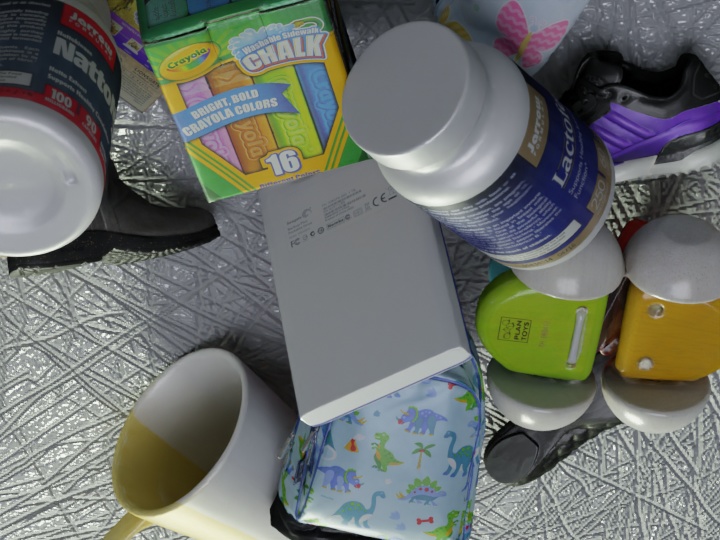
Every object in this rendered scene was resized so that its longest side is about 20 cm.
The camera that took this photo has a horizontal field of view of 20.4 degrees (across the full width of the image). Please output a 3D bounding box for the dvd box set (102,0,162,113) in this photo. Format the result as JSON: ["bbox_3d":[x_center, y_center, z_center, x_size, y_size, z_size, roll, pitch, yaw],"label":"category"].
[{"bbox_3d":[-0.142,-0.214,1.381,0.146,0.029,0.200,35,122,-26],"label":"dvd box set"}]

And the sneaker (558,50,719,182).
[{"bbox_3d":[0.165,-0.110,1.450,0.200,0.070,0.100,-15,119,9],"label":"sneaker"}]

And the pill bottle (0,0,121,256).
[{"bbox_3d":[-0.219,-0.115,1.314,0.120,0.200,0.120,0,130,0],"label":"pill bottle"}]

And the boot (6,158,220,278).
[{"bbox_3d":[-0.186,-0.071,1.462,0.070,0.200,0.132,-14,86,37],"label":"boot"}]

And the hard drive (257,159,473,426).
[{"bbox_3d":[0.000,0.000,1.450,0.132,0.200,0.025,-25,145,19],"label":"hard drive"}]

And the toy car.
[{"bbox_3d":[0.181,0.020,1.498,0.200,0.150,0.175,1,127,-7],"label":"toy car"}]

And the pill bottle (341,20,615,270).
[{"bbox_3d":[0.079,-0.083,1.331,0.116,0.116,0.200,-29,148,22],"label":"pill bottle"}]

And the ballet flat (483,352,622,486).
[{"bbox_3d":[0.181,0.109,1.645,0.200,0.057,0.066,-35,94,20],"label":"ballet flat"}]

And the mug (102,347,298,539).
[{"bbox_3d":[-0.110,0.170,1.636,0.187,0.149,0.153,-26,134,32],"label":"mug"}]

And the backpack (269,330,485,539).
[{"bbox_3d":[0.025,0.123,1.509,0.163,0.154,0.200,14,96,-2],"label":"backpack"}]

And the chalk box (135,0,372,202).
[{"bbox_3d":[-0.078,-0.166,1.315,0.124,0.125,0.200,-15,137,4],"label":"chalk box"}]

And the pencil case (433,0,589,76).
[{"bbox_3d":[0.130,-0.225,1.341,0.091,0.083,0.200,33,124,-2],"label":"pencil case"}]
